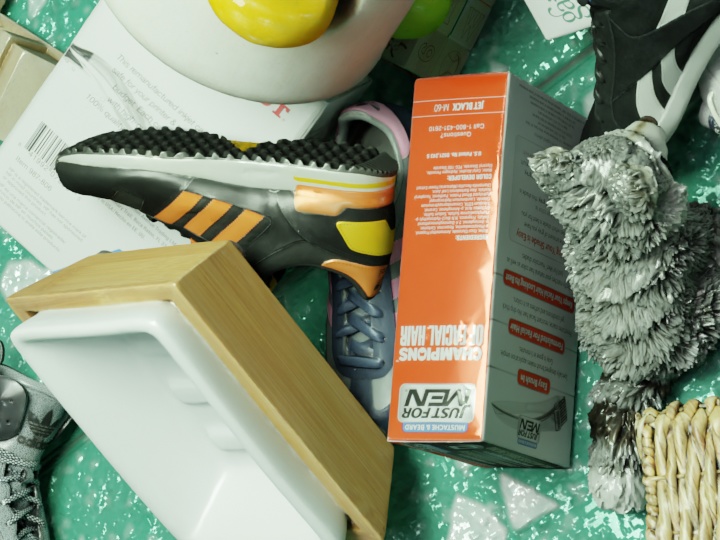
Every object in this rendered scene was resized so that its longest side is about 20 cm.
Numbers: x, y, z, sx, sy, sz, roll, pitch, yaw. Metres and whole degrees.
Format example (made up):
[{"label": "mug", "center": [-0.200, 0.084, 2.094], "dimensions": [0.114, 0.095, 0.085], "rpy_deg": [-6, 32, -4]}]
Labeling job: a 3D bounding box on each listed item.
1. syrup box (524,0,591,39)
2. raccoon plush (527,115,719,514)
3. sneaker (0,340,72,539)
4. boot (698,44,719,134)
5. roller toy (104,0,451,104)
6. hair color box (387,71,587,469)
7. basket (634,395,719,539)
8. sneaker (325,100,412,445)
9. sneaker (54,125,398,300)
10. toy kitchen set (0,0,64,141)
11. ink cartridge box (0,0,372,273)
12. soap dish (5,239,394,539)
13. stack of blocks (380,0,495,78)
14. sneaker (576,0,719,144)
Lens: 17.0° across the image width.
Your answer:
[{"label": "syrup box", "center": [0.176, -0.205, 1.314], "dimensions": [0.199, 0.079, 0.082], "rpy_deg": [-18, 34, 24]}, {"label": "raccoon plush", "center": [0.141, 0.021, 1.266], "dimensions": [0.096, 0.134, 0.201], "rpy_deg": [-6, 76, 27]}, {"label": "sneaker", "center": [-0.213, 0.132, 1.476], "dimensions": [0.114, 0.075, 0.200], "rpy_deg": [-47, 58, 15]}, {"label": "boot", "center": [0.227, -0.073, 1.287], "dimensions": [0.095, 0.073, 0.201], "rpy_deg": [-1, 73, 39]}, {"label": "roller toy", "center": [-0.047, -0.196, 1.300], "dimensions": [0.183, 0.200, 0.140], "rpy_deg": [47, 134, 15]}, {"label": "hair color box", "center": [0.073, 0.003, 1.325], "dimensions": [0.064, 0.111, 0.201], "rpy_deg": [-2, 77, 30]}, {"label": "basket", "center": [0.233, 0.160, 1.178], "dimensions": [0.149, 0.143, 0.201], "rpy_deg": [-13, 69, 26]}, {"label": "sneaker", "center": [0.000, 0.000, 1.382], "dimensions": [0.070, 0.082, 0.201], "rpy_deg": [-3, 78, 28]}, {"label": "sneaker", "center": [-0.077, -0.027, 1.334], "dimensions": [0.199, 0.070, 0.090], "rpy_deg": [5, 105, 16]}, {"label": "toy kitchen set", "center": [-0.299, -0.138, 1.526], "dimensions": [0.163, 0.180, 0.200], "rpy_deg": [32, 100, 30]}, {"label": "ink cartridge box", "center": [-0.111, -0.078, 1.417], "dimensions": [0.145, 0.084, 0.200], "rpy_deg": [41, 113, 7]}, {"label": "soap dish", "center": [-0.085, 0.070, 1.344], "dimensions": [0.157, 0.200, 0.081], "rpy_deg": [-6, 40, 48]}, {"label": "stack of blocks", "center": [0.041, -0.221, 1.423], "dimensions": [0.115, 0.059, 0.200], "rpy_deg": [30, 94, 32]}, {"label": "sneaker", "center": [0.132, -0.136, 1.281], "dimensions": [0.073, 0.112, 0.200], "rpy_deg": [-85, 18, -44]}]
